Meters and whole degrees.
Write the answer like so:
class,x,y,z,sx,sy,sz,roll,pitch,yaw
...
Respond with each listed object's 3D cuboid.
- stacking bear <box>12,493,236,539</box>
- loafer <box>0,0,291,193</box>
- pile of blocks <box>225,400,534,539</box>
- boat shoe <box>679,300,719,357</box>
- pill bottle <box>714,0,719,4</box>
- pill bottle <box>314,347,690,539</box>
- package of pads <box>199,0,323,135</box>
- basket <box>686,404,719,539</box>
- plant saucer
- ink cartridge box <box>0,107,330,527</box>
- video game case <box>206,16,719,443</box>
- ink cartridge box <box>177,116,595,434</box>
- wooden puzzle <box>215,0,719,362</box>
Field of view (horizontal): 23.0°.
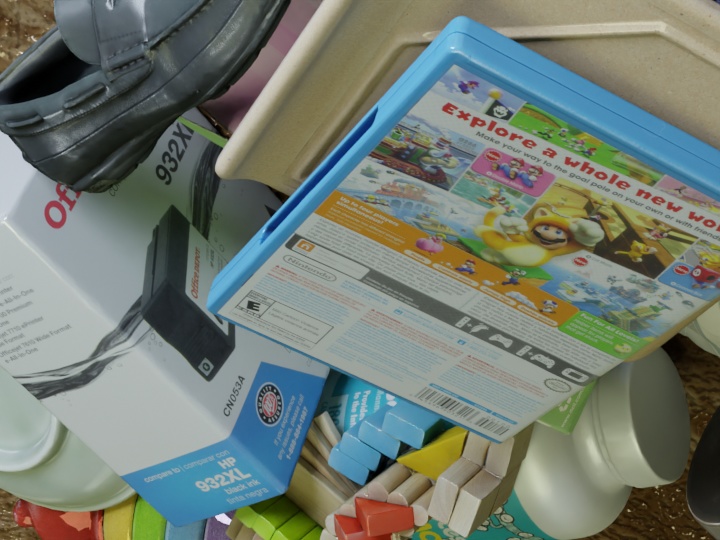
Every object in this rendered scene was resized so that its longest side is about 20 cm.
class,x,y,z,sx,sy,sz,roll,pitch,yaw
stacking bear,-0.112,0.147,1.062,0.198,0.122,0.114,8,140,26
loafer,-0.088,-0.095,0.700,0.070,0.069,0.200,28,141,-24
pile of blocks,-0.007,0.112,0.861,0.199,0.062,0.083,-33,89,36
boat shoe,0.146,-0.006,0.776,0.068,0.073,0.200,13,175,21
pill bottle,0.095,-0.123,0.644,0.199,0.113,0.112,21,142,-23
pill bottle,0.066,0.088,0.915,0.199,0.111,0.111,-14,128,33
package of pads,-0.069,-0.152,0.742,0.120,0.076,0.200,-29,120,36
basket,0.263,0.128,0.832,0.199,0.181,0.136,38,127,-12
plant saucer,-0.197,0.055,0.986,0.198,0.050,0.202,14,120,25
ink cartridge box,-0.106,0.004,0.871,0.083,0.146,0.200,-20,125,37
video game case,0.045,-0.004,0.648,0.142,0.018,0.200,25,145,-16
ink cartridge box,0.000,0.000,0.800,0.199,0.048,0.145,27,-179,-39
wooden puzzle,0.069,-0.049,0.624,0.198,0.038,0.185,23,146,-14
